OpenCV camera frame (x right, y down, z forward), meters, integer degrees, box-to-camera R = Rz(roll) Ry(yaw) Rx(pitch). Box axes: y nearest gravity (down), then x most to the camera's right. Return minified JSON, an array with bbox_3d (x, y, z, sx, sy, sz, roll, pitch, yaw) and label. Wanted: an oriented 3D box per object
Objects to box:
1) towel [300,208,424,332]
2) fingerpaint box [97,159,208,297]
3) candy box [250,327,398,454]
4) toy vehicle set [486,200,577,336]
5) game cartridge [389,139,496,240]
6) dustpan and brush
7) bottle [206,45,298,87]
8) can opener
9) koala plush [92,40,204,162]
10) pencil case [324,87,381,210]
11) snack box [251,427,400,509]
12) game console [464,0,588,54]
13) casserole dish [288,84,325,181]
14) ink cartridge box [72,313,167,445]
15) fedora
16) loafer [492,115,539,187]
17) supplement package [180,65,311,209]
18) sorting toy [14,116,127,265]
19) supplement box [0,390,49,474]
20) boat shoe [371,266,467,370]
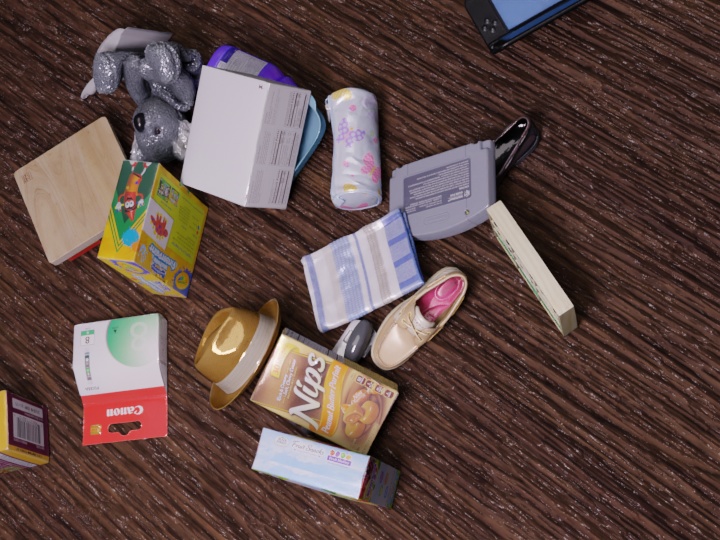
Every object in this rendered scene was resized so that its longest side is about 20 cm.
[{"bbox_3d":[0.000,0.000,1.697,0.198,0.024,0.148,-26,60,20],"label":"towel"},{"bbox_3d":[-0.340,-0.065,1.746,0.072,0.200,0.169,7,75,18],"label":"fingerpaint box"},{"bbox_3d":[-0.054,0.186,1.613,0.198,0.055,0.116,26,97,-3],"label":"candy box"},{"bbox_3d":[0.261,-0.002,1.601,0.026,0.124,0.201,-32,67,2],"label":"toy vehicle set"},{"bbox_3d":[0.130,-0.120,1.683,0.198,0.041,0.135,-14,63,39],"label":"game cartridge"},{"bbox_3d":[-0.449,-0.377,1.935,0.057,0.139,0.200,46,115,16],"label":"dustpan and brush"},{"bbox_3d":[-0.177,-0.326,1.856,0.198,0.065,0.084,26,79,21],"label":"bottle"},{"bbox_3d":[-0.045,0.163,1.664,0.053,0.067,0.201,32,84,20],"label":"can opener"},{"bbox_3d":[-0.349,-0.283,1.858,0.175,0.183,0.203,-4,92,26],"label":"koala plush"},{"bbox_3d":[-0.011,-0.202,1.757,0.083,0.090,0.203,-25,64,49],"label":"pencil case"},{"bbox_3d":[-0.046,0.293,1.551,0.167,0.200,0.068,12,76,18],"label":"snack box"},{"bbox_3d":[0.284,-0.453,1.742,0.198,0.116,0.177,-28,68,5],"label":"game console"},{"bbox_3d":[-0.128,-0.218,1.790,0.121,0.039,0.201,48,117,23],"label":"casserole dish"},{"bbox_3d":[-0.403,0.181,1.769,0.159,0.050,0.202,-8,69,13],"label":"ink cartridge box"},{"bbox_3d":[-0.204,0.117,1.659,0.081,0.200,0.202,31,81,-20],"label":"fedora"},{"bbox_3d":[0.207,-0.171,1.702,0.200,0.063,0.072,-46,67,-2],"label":"loafer"},{"bbox_3d":[-0.191,-0.220,1.745,0.155,0.110,0.202,20,102,33],"label":"supplement package"},{"bbox_3d":[-0.486,-0.134,1.879,0.197,0.070,0.201,-31,67,4],"label":"sorting toy"},{"bbox_3d":[-0.638,0.281,1.758,0.198,0.131,0.104,-14,68,10],"label":"supplement box"},{"bbox_3d":[0.092,0.073,1.643,0.074,0.069,0.200,41,86,-4],"label":"boat shoe"}]
